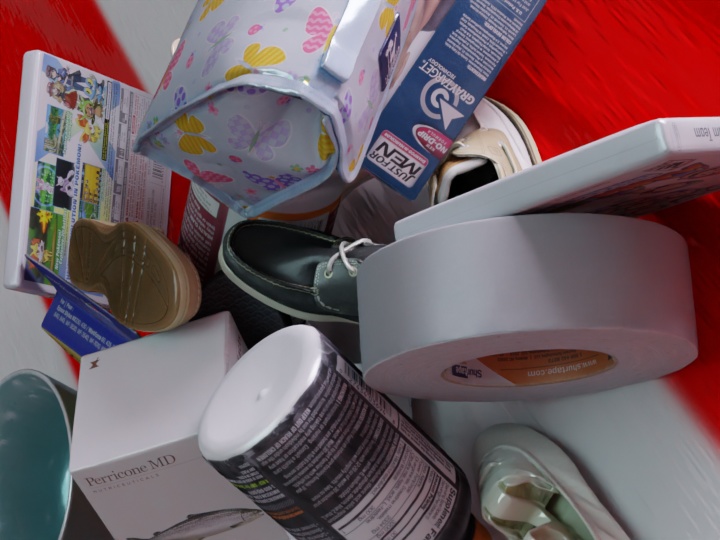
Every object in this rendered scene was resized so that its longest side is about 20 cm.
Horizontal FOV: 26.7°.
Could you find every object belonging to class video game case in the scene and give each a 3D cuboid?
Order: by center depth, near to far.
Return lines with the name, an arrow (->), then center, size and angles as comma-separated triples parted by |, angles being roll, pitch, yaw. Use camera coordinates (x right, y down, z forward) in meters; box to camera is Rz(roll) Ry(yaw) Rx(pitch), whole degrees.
video game case -> 0.148, -0.049, 0.871 | 0.199, 0.181, 0.024 | -20, 80, 46
video game case -> -0.232, -0.070, 1.326 | 0.022, 0.182, 0.202 | -2, 79, 33

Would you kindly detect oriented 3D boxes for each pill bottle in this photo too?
pill bottle -> -0.001, 0.135, 0.963 | 0.106, 0.200, 0.107 | -35, 27, 20
pill bottle -> -0.085, -0.011, 1.161 | 0.114, 0.113, 0.201 | 55, 140, 40

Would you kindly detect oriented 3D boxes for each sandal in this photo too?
sandal -> -0.076, 0.073, 1.129 | 0.075, 0.202, 0.043 | -3, 39, 13

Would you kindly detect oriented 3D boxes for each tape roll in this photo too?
tape roll -> 0.097, 0.027, 0.899 | 0.199, 0.199, 0.067 | -20, 66, 46

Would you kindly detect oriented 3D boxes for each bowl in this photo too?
bowl -> -0.267, 0.194, 1.366 | 0.200, 0.104, 0.203 | -14, 71, 48

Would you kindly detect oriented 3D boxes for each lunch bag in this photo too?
lunch bag -> -0.039, -0.142, 0.982 | 0.199, 0.126, 0.171 | -23, 42, 57

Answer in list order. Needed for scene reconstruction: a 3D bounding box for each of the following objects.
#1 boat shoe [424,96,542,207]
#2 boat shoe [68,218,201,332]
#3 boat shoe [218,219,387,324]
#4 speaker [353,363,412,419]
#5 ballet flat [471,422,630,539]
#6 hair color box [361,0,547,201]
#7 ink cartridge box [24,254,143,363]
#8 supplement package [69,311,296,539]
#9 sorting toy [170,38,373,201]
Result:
boat shoe -> 0.082, -0.063, 1.038 | 0.075, 0.068, 0.201 | -56, 45, 25
boat shoe -> -0.153, -0.002, 1.106 | 0.200, 0.064, 0.072 | 25, 107, 58
boat shoe -> 0.000, 0.000, 1.037 | 0.068, 0.198, 0.072 | 100, -171, -54
speaker -> 0.002, 0.169, 1.072 | 0.081, 0.081, 0.202 | -23, 65, 45
ballet flat -> 0.116, 0.158, 0.952 | 0.200, 0.069, 0.070 | 46, 116, 45
hair color box -> 0.053, -0.156, 1.044 | 0.201, 0.060, 0.100 | -57, 25, 3
ink cartridge box -> -0.176, 0.087, 1.217 | 0.047, 0.200, 0.197 | -52, 39, -9
supplement package -> -0.110, 0.150, 1.079 | 0.116, 0.201, 0.118 | -17, 38, 10
sorting toy -> -0.034, -0.141, 1.179 | 0.199, 0.106, 0.182 | -29, 74, 44
